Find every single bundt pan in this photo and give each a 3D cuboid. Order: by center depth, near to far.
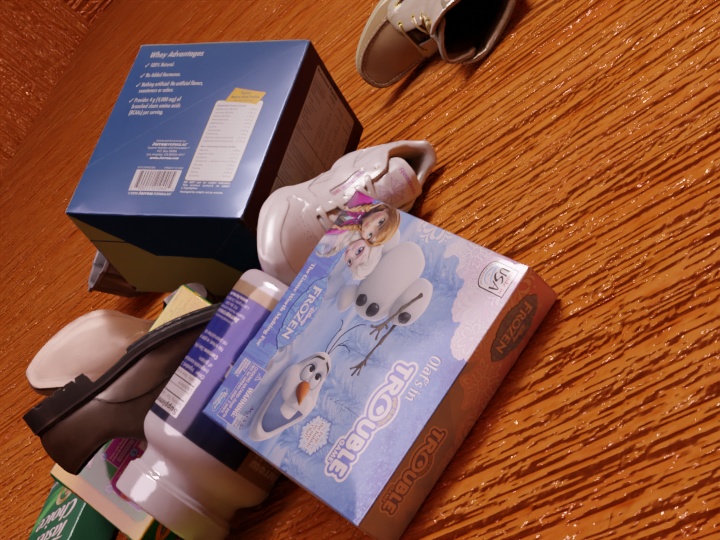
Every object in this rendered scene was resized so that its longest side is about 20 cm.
[{"bbox_3d":[-0.260,-0.057,1.858,0.202,0.075,0.203,-159,90,-75],"label":"bundt pan"}]

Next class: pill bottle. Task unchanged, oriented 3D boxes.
[{"bbox_3d":[-0.096,0.110,1.188,0.201,0.115,0.116,-56,20,-7],"label":"pill bottle"}]

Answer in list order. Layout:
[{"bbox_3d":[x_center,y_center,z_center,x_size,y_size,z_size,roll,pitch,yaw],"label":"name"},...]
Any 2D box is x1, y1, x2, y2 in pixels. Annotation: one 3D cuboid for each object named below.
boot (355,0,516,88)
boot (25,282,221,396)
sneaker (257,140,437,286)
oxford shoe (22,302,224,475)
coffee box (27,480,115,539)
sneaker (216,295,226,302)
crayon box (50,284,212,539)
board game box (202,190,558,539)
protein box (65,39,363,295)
[{"bbox_3d":[0.070,-0.229,1.454,0.200,0.072,0.155,-45,24,22],"label":"boot"},{"bbox_3d":[-0.201,0.087,1.403,0.199,0.070,0.147,-25,-26,-15],"label":"boot"},{"bbox_3d":[-0.011,-0.058,1.272,0.099,0.075,0.200,-17,20,45],"label":"sneaker"},{"bbox_3d":[-0.169,0.096,1.250,0.199,0.085,0.073,-35,-3,-3],"label":"oxford shoe"},{"bbox_3d":[-0.271,0.233,1.484,0.123,0.044,0.201,-34,27,43],"label":"coffee box"},{"bbox_3d":[-0.115,-0.018,1.532,0.201,0.070,0.080,-50,13,-15],"label":"sneaker"},{"bbox_3d":[-0.157,0.127,1.296,0.118,0.058,0.201,30,82,33],"label":"crayon box"},{"bbox_3d":[0.008,0.059,1.053,0.199,0.043,0.201,26,79,49],"label":"board game box"},{"bbox_3d":[-0.133,-0.096,1.442,0.197,0.135,0.201,2,58,28],"label":"protein box"}]
